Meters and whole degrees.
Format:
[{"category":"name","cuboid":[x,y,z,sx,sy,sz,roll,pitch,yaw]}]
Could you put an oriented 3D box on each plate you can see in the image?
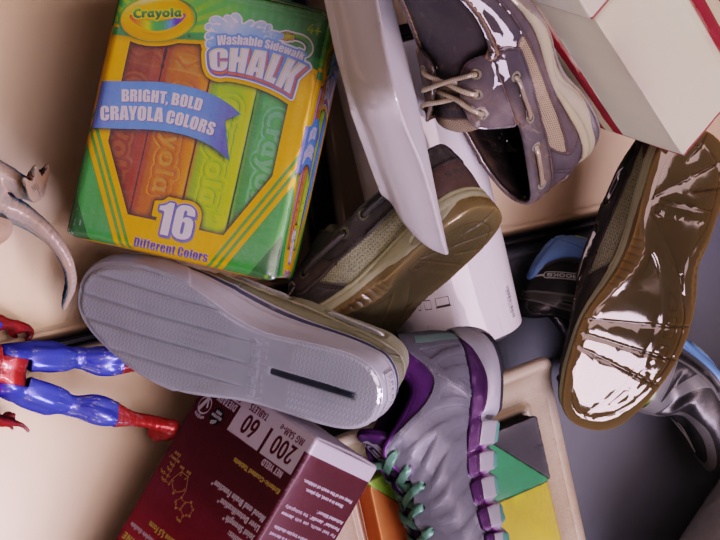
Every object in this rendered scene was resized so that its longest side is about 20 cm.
[{"category":"plate","cuboid":[0.005,-0.131,1.535,0.032,0.200,0.200,-14,64,4]}]

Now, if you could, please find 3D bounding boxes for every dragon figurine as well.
[{"category":"dragon figurine","cuboid":[-0.235,-0.057,1.571,0.200,0.099,0.059,42,74,-45]}]

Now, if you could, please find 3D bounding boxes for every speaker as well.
[{"category":"speaker","cuboid":[0.040,-0.053,1.706,0.081,0.081,0.200,-20,104,-25]}]

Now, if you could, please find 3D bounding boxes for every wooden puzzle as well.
[{"category":"wooden puzzle","cuboid":[0.066,0.172,1.707,0.185,0.037,0.200,-20,107,-31]}]

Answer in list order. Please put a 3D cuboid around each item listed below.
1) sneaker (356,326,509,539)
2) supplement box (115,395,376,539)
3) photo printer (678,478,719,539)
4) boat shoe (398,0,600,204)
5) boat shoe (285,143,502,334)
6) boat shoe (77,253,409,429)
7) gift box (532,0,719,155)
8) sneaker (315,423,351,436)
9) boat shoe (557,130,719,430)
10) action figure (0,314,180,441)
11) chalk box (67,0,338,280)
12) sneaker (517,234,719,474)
[{"category":"sneaker","cuboid":[0.036,0.132,1.637,0.087,0.074,0.200,3,77,-22]},{"category":"supplement box","cuboid":[-0.088,0.171,1.622,0.061,0.109,0.200,28,92,-44]},{"category":"photo printer","cuboid":[0.264,0.179,1.804,0.069,0.166,0.200,37,78,-6]},{"category":"boat shoe","cuboid":[0.075,-0.113,1.628,0.200,0.074,0.073,49,62,-37]},{"category":"boat shoe","cuboid":[0.000,0.000,1.662,0.072,0.201,0.066,13,46,-48]},{"category":"boat shoe","cuboid":[-0.068,0.040,1.608,0.200,0.062,0.072,21,112,13]},{"category":"gift box","cuboid":[0.141,-0.201,1.691,0.185,0.200,0.187,-52,131,-18]},{"category":"sneaker","cuboid":[0.020,0.157,1.729,0.200,0.060,0.104,27,80,-30]},{"category":"boat shoe","cuboid":[0.173,0.002,1.730,0.073,0.065,0.200,20,98,-19]},{"category":"action figure","cuboid":[-0.199,0.061,1.608,0.200,0.052,0.065,13,85,-35]},{"category":"chalk box","cuboid":[-0.082,-0.103,1.588,0.125,0.124,0.200,11,91,3]},{"category":"sneaker","cuboid":[0.175,0.065,1.799,0.200,0.071,0.083,45,76,-18]}]
